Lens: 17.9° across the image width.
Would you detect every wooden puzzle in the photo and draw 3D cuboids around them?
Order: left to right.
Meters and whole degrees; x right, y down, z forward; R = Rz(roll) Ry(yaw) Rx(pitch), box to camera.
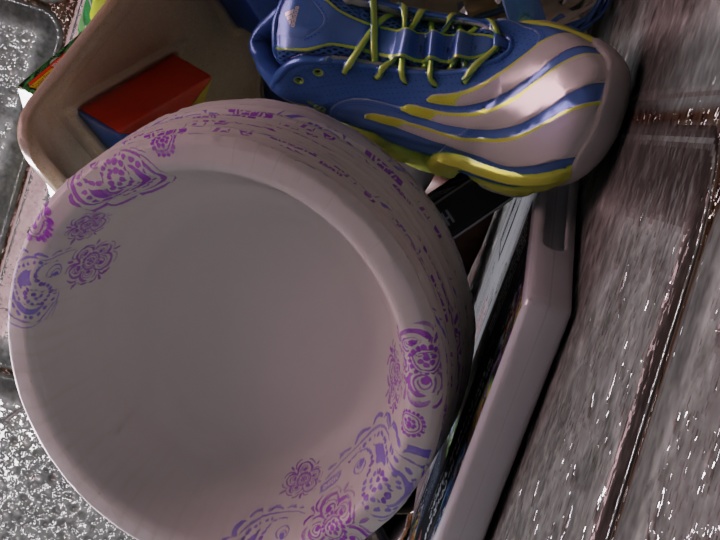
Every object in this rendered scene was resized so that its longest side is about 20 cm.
[{"bbox_3d":[-0.061,-0.089,1.094,0.201,0.046,0.185,-58,-31,-13],"label":"wooden puzzle"}]

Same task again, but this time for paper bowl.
[{"bbox_3d":[-0.047,0.023,1.012,0.104,0.200,0.202,-50,-20,-63],"label":"paper bowl"}]

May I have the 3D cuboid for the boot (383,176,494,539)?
[{"bbox_3d":[0.027,0.048,1.369,0.189,0.068,0.201,122,162,-47],"label":"boot"}]

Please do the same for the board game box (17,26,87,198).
[{"bbox_3d":[-0.083,-0.106,1.115,0.200,0.023,0.105,-45,-38,-31],"label":"board game box"}]

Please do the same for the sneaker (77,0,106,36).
[{"bbox_3d":[-0.088,-0.143,1.200,0.084,0.074,0.200,-56,-21,21],"label":"sneaker"}]

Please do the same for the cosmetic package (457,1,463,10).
[{"bbox_3d":[0.019,-0.256,1.289,0.200,0.199,0.123,-50,2,-1],"label":"cosmetic package"}]

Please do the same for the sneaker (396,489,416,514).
[{"bbox_3d":[-0.010,0.091,1.287,0.200,0.074,0.107,143,135,-64],"label":"sneaker"}]

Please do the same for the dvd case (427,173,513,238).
[{"bbox_3d":[0.000,0.000,1.237,0.200,0.025,0.150,-35,3,-5],"label":"dvd case"}]

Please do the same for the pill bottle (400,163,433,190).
[{"bbox_3d":[-0.016,-0.077,1.298,0.200,0.115,0.116,-165,92,-87],"label":"pill bottle"}]

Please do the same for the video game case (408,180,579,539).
[{"bbox_3d":[0.058,0.053,1.027,0.182,0.023,0.201,-76,4,-61],"label":"video game case"}]

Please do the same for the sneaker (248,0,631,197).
[{"bbox_3d":[0.021,-0.081,0.973,0.200,0.105,0.076,7,83,55],"label":"sneaker"}]

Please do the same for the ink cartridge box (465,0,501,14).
[{"bbox_3d":[0.090,-0.144,1.484,0.200,0.044,0.177,114,172,-72],"label":"ink cartridge box"}]

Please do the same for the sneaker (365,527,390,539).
[{"bbox_3d":[-0.014,0.184,1.148,0.147,0.076,0.203,91,173,-50],"label":"sneaker"}]

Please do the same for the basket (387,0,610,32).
[{"bbox_3d":[0.048,-0.181,1.088,0.200,0.138,0.177,-96,-10,-78],"label":"basket"}]
